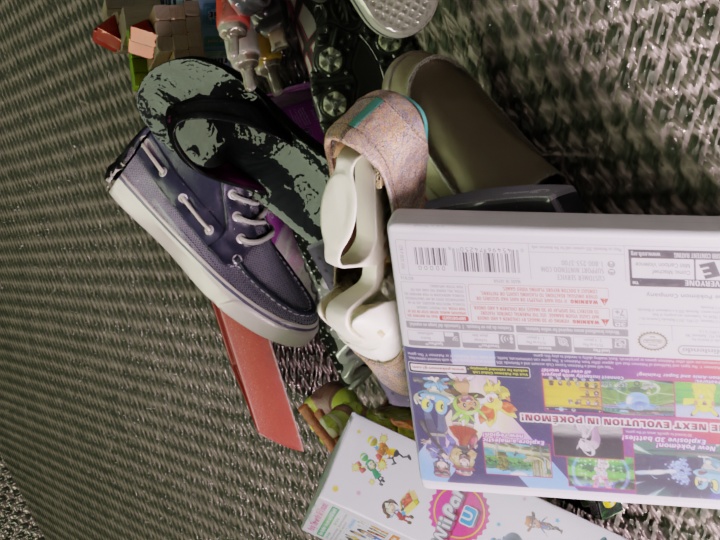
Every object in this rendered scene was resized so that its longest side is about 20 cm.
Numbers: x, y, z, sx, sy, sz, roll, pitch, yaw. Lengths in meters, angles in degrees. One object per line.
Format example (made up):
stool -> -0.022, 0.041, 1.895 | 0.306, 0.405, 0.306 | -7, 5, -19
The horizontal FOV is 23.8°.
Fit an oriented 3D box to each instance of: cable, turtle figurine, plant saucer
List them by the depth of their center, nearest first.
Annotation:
cable -> -0.092, -0.221, 1.176 | 0.097, 0.050, 0.202 | 42, -152, -63
turtle figurine -> 0.016, 0.124, 1.305 | 0.161, 0.199, 0.065 | 16, 80, 63
plant saucer -> -0.112, 0.048, 1.578 | 0.200, 0.036, 0.202 | -124, 16, -67

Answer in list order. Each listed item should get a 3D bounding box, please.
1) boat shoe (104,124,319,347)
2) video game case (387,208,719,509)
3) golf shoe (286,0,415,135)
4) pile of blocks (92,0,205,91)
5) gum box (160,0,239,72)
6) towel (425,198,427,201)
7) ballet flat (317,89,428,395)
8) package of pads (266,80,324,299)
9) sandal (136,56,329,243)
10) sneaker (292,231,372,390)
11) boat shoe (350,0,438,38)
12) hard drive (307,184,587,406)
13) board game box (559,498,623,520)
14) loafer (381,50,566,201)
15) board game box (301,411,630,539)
boat shoe -> -0.092, -0.039, 1.250 | 0.200, 0.075, 0.093 | 41, 116, 4
video game case -> 0.121, 0.050, 0.952 | 0.023, 0.198, 0.184 | -64, -29, -54
golf shoe -> -0.009, -0.163, 1.190 | 0.088, 0.076, 0.202 | 180, 75, -83
pile of blocks -> -0.170, -0.168, 1.315 | 0.200, 0.061, 0.083 | -149, 57, -69
gum box -> -0.126, -0.199, 1.345 | 0.170, 0.044, 0.202 | -137, 45, -66
towel -> 0.075, 0.012, 1.164 | 0.144, 0.023, 0.201 | 115, 137, -58
ballet flat -> 0.003, -0.005, 0.985 | 0.068, 0.067, 0.202 | 16, 124, 34
package of pads -> -0.054, -0.049, 1.372 | 0.121, 0.075, 0.200 | 63, 157, 17
sandal -> -0.082, -0.086, 1.172 | 0.200, 0.048, 0.076 | 33, 116, 23
sneaker -> 0.000, 0.000, 1.259 | 0.201, 0.080, 0.075 | 77, 171, -48
boat shoe -> -0.002, -0.235, 1.087 | 0.062, 0.074, 0.202 | 120, 131, -69
hard drive -> 0.070, 0.015, 1.023 | 0.199, 0.042, 0.136 | -11, 114, 45
board game box -> 0.110, 0.098, 1.198 | 0.200, 0.023, 0.106 | 18, 124, 63
loafer -> 0.087, -0.053, 1.049 | 0.201, 0.076, 0.068 | 56, 145, -5
board game box -> 0.066, 0.175, 1.141 | 0.198, 0.065, 0.148 | 23, 162, 0
